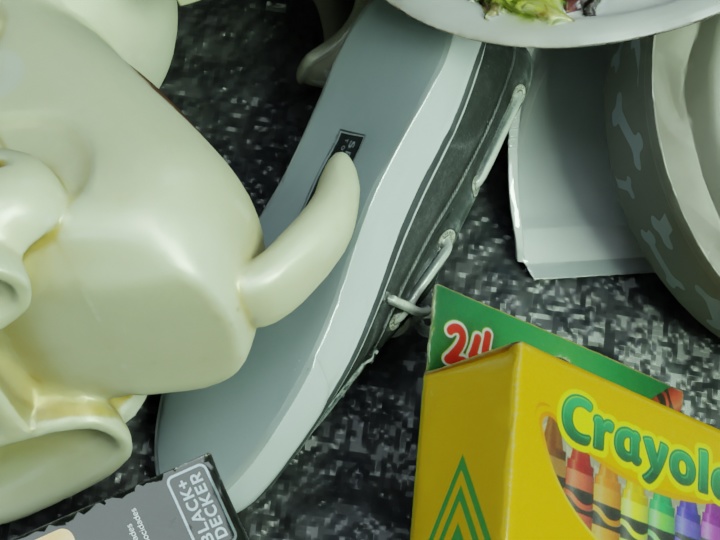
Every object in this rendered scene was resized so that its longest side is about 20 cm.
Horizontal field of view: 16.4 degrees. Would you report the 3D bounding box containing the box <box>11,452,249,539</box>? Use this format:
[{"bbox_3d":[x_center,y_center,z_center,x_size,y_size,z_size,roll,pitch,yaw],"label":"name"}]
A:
[{"bbox_3d":[-0.131,0.129,0.769,0.200,0.117,0.060,-22,82,-17],"label":"box"}]

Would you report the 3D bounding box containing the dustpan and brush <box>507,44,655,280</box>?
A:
[{"bbox_3d":[0.114,-0.103,0.930,0.139,0.057,0.201,-4,68,-9],"label":"dustpan and brush"}]

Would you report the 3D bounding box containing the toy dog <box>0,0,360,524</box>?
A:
[{"bbox_3d":[-0.108,-0.050,0.832,0.193,0.140,0.200,-23,50,14],"label":"toy dog"}]

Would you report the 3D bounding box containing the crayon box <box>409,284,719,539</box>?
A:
[{"bbox_3d":[0.074,0.109,0.808,0.127,0.051,0.201,23,61,-35],"label":"crayon box"}]

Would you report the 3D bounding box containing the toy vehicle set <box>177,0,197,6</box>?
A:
[{"bbox_3d":[-0.007,-0.176,0.863,0.124,0.027,0.200,-17,38,14],"label":"toy vehicle set"}]

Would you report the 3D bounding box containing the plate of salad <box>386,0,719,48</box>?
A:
[{"bbox_3d":[0.085,-0.153,0.843,0.199,0.048,0.200,-11,48,12],"label":"plate of salad"}]

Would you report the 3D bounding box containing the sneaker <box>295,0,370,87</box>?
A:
[{"bbox_3d":[0.004,-0.159,0.934,0.090,0.075,0.201,-3,66,-14],"label":"sneaker"}]

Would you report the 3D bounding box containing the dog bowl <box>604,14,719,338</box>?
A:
[{"bbox_3d":[0.175,-0.053,0.885,0.199,0.059,0.201,4,81,-24],"label":"dog bowl"}]

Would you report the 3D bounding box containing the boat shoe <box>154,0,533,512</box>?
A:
[{"bbox_3d":[-0.002,-0.001,0.867,0.073,0.068,0.200,15,79,47],"label":"boat shoe"}]
